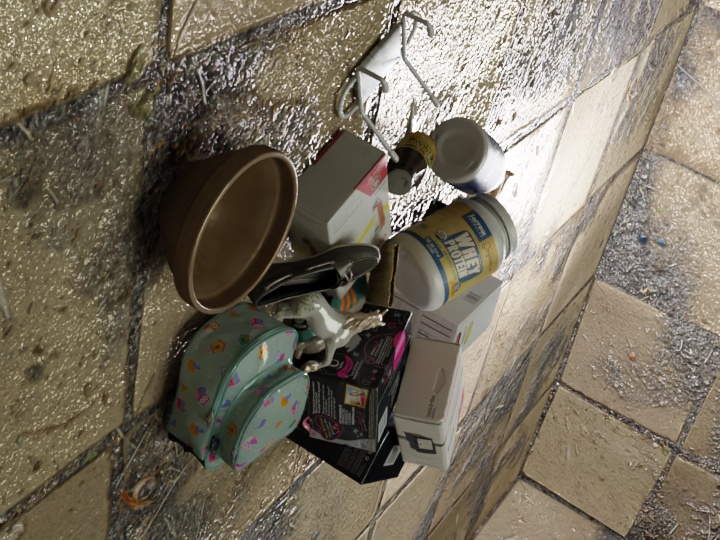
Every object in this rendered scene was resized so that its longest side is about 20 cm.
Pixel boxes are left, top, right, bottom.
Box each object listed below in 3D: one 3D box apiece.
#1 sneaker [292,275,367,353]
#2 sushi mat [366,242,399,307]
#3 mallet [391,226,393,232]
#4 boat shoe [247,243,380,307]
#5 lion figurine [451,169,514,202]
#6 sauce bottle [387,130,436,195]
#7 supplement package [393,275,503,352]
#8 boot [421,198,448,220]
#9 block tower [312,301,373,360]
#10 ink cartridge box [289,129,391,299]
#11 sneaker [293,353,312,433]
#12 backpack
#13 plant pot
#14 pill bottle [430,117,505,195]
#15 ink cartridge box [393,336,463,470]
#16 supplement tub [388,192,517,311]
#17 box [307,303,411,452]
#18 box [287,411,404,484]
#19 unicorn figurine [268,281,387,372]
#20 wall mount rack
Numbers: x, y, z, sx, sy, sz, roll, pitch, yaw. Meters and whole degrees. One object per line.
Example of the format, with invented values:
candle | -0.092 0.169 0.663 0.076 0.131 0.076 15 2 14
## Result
sneaker | -0.046 0.038 1.679 0.201 0.070 0.081 -57 141 -48
sushi mat | 0.032 0.004 1.673 0.200 0.012 0.097 -170 -94 -81
mallet | 0.000 0.000 1.802 0.201 0.041 0.066 -61 157 -18
boat shoe | -0.062 0.011 1.480 0.197 0.057 0.067 -10 145 -15
lion figurine | 0.248 -0.147 2.147 0.124 0.072 0.200 -65 161 14
sauce bottle | 0.075 -0.160 1.653 0.200 0.065 0.067 -67 176 -66
supplement package | 0.155 0.070 2.076 0.200 0.155 0.112 -37 149 -49
boot | 0.161 -0.084 2.017 0.199 0.074 0.098 -17 134 -60
block tower | -0.026 0.121 1.857 0.200 0.054 0.058 -45 153 -38
ink cartridge box | -0.028 -0.076 1.562 0.146 0.083 0.201 -51 157 -25
sneaker | -0.088 0.187 1.735 0.079 0.095 0.202 -42 151 -37
backpack | -0.159 0.152 1.451 0.175 0.152 0.202 -29 136 -47
plant pot | -0.165 -0.060 1.246 0.201 0.092 0.202 -50 156 -32
pill bottle | 0.193 -0.193 1.902 0.112 0.110 0.200 -63 160 5
ink cartridge box | 0.116 0.220 1.788 0.201 0.083 0.146 78 25 -59
supplement tub | 0.158 -0.035 1.878 0.199 0.145 0.146 -30 147 -23
box | -0.001 0.160 1.689 0.201 0.113 0.134 -60 157 -52
box | -0.016 0.277 1.893 0.105 0.181 0.200 -62 159 4
unicorn figurine | -0.054 0.077 1.566 0.137 0.074 0.200 -38 135 12
wall mount rack | 0.051 -0.260 1.535 0.201 0.074 0.174 -52 159 -22
